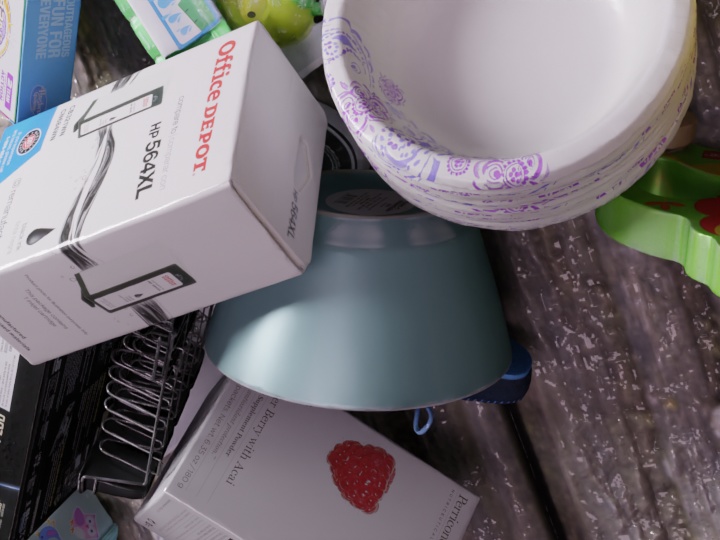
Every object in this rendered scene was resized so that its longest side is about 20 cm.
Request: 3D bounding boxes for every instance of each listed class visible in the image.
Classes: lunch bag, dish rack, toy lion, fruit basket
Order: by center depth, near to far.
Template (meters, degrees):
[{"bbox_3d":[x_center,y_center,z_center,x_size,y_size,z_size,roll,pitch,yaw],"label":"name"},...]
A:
[{"bbox_3d":[0.223,-0.026,0.654,0.198,0.192,0.069,10,117,19],"label":"toy lion"},{"bbox_3d":[-0.067,-0.211,0.751,0.199,0.094,0.186,-31,92,23],"label":"fruit basket"},{"bbox_3d":[-0.132,0.049,0.815,0.054,0.154,0.201,18,134,-2],"label":"dish rack"},{"bbox_3d":[-0.306,0.258,1.036,0.199,0.160,0.077,-26,97,36],"label":"lunch bag"}]

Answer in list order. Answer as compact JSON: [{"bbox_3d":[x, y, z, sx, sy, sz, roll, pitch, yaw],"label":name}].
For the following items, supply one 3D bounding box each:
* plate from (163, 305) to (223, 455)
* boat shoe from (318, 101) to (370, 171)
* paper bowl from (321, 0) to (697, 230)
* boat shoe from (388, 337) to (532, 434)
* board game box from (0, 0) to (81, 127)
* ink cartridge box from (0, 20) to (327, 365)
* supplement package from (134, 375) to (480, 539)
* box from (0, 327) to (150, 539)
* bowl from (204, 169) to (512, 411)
[{"bbox_3d":[-0.165,0.029,0.941,0.199,0.032,0.200,-37,95,31],"label":"plate"},{"bbox_3d":[-0.093,-0.090,0.833,0.198,0.068,0.074,20,120,13],"label":"boat shoe"},{"bbox_3d":[0.085,-0.119,0.672,0.199,0.104,0.202,-6,69,15],"label":"paper bowl"},{"bbox_3d":[0.025,0.065,0.849,0.199,0.084,0.069,13,113,24],"label":"boat shoe"},{"bbox_3d":[-0.258,-0.210,0.815,0.200,0.040,0.154,39,127,34],"label":"board game box"},{"bbox_3d":[-0.129,-0.046,0.722,0.199,0.147,0.084,-19,133,22],"label":"ink cartridge box"},{"bbox_3d":[-0.039,0.170,0.860,0.199,0.122,0.120,33,152,-7],"label":"supplement package"},{"bbox_3d":[-0.230,0.075,0.875,0.086,0.164,0.201,25,121,10],"label":"box"},{"bbox_3d":[0.000,0.000,0.764,0.199,0.201,0.106,9,110,19],"label":"bowl"}]
